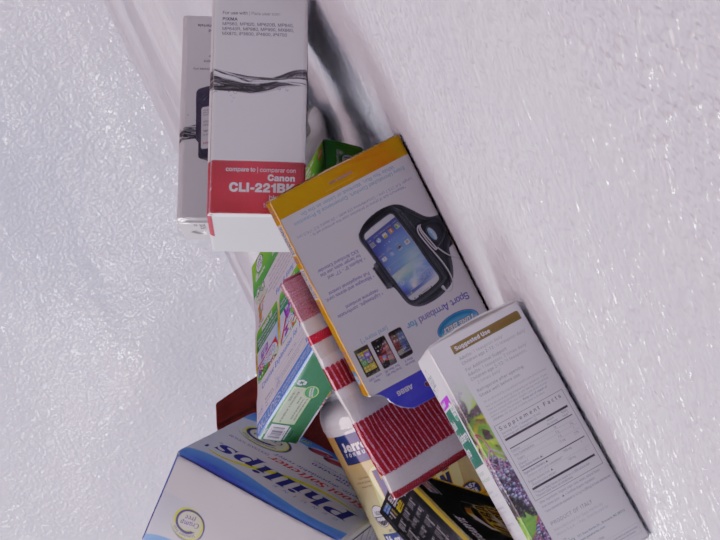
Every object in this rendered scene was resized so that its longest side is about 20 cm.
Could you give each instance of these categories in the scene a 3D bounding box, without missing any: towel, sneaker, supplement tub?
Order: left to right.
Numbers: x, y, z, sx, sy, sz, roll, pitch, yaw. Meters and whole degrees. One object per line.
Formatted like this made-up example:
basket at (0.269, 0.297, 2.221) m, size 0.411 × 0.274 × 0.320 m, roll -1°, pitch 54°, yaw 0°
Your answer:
sneaker at (-0.043, -0.098, 1.778) m, size 0.080 × 0.070 × 0.200 m, roll 45°, pitch 171°, yaw 11°
towel at (0.036, 0.069, 1.511) m, size 0.201 × 0.144 × 0.023 m, roll 62°, pitch 151°, yaw 0°
supplement tub at (0.050, 0.157, 1.689) m, size 0.201 × 0.144 × 0.144 m, roll 63°, pitch 172°, yaw -4°

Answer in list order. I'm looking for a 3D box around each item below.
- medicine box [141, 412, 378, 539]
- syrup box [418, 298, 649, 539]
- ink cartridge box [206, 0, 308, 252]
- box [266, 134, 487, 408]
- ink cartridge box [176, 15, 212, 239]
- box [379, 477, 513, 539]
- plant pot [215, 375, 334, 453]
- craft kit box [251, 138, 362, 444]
medicine box at (-0.079, 0.237, 1.759) m, size 0.181 × 0.103 × 0.200 m, roll 26°, pitch -167°, yaw 14°
syrup box at (0.124, 0.130, 1.347) m, size 0.201 × 0.081 × 0.079 m, roll 60°, pitch 171°, yaw 8°
ink cartridge box at (-0.087, -0.128, 1.563) m, size 0.144 × 0.083 × 0.201 m, roll 104°, pitch 167°, yaw -78°
box at (0.021, 0.007, 1.466) m, size 0.201 × 0.119 × 0.041 m, roll 64°, pitch 172°, yaw -4°
ink cartridge box at (-0.134, -0.136, 1.800) m, size 0.145 × 0.084 × 0.201 m, roll 106°, pitch 165°, yaw -84°
box at (0.120, 0.230, 1.483) m, size 0.159 × 0.050 × 0.200 m, roll 22°, pitch -175°, yaw -19°
plant pot at (-0.055, 0.191, 1.953) m, size 0.200 × 0.175 × 0.201 m, roll -127°, pitch 22°, yaw -82°
craft kit box at (-0.046, 0.021, 1.644) m, size 0.200 × 0.048 × 0.198 m, roll 123°, pitch 148°, yaw -47°
